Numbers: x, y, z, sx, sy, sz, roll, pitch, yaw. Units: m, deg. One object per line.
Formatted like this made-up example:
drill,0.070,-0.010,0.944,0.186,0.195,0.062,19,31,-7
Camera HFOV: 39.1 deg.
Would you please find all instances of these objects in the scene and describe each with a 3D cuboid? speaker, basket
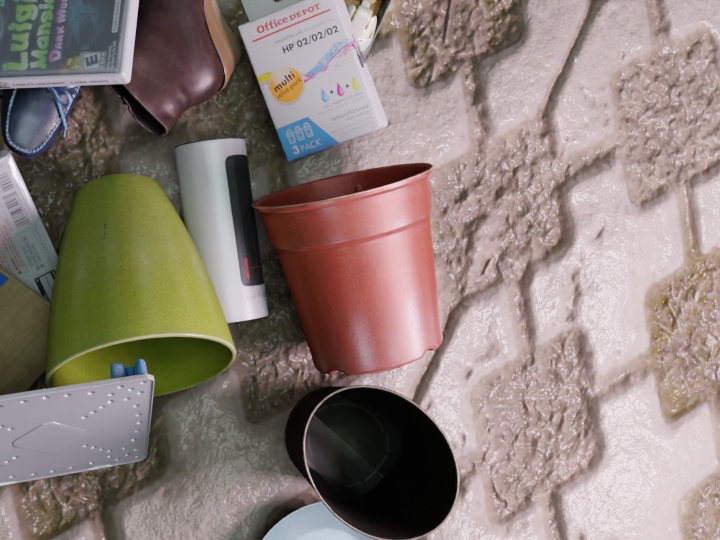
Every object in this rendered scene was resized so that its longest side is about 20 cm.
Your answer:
speaker,-0.153,-0.040,1.114,0.081,0.081,0.201,-8,91,-17
basket,-0.005,0.192,1.093,0.180,0.200,0.136,42,79,-12

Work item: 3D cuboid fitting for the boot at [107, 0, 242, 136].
boot,-0.221,-0.260,1.070,0.200,0.072,0.166,53,47,-17

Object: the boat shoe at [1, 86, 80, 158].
boat shoe,-0.318,-0.214,1.035,0.084,0.069,0.201,16,88,-23

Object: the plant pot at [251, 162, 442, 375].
plant pot,0.000,0.000,1.111,0.200,0.201,0.196,-15,102,-17

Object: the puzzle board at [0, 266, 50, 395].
puzzle board,-0.403,0.092,1.027,0.200,0.017,0.151,-49,131,-5

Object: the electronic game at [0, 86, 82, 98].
electronic game,-0.355,-0.279,1.074,0.199,0.042,0.201,0,90,-17

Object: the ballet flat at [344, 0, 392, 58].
ballet flat,0.003,-0.310,1.173,0.067,0.064,0.201,26,82,-15

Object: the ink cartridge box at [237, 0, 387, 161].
ink cartridge box,-0.059,-0.235,1.129,0.115,0.068,0.201,-20,95,11

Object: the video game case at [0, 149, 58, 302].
video game case,-0.396,0.004,1.012,0.182,0.024,0.201,-29,127,-21

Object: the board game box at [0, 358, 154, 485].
board game box,-0.311,0.156,1.010,0.199,0.200,0.026,-7,59,-19

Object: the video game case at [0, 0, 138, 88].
video game case,-0.308,-0.275,1.005,0.181,0.023,0.201,-1,73,8

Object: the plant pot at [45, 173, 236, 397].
plant pot,-0.236,0.009,1.041,0.186,0.187,0.201,-6,67,-17

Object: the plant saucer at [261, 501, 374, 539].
plant saucer,-0.040,0.361,1.165,0.200,0.039,0.202,0,90,-18
